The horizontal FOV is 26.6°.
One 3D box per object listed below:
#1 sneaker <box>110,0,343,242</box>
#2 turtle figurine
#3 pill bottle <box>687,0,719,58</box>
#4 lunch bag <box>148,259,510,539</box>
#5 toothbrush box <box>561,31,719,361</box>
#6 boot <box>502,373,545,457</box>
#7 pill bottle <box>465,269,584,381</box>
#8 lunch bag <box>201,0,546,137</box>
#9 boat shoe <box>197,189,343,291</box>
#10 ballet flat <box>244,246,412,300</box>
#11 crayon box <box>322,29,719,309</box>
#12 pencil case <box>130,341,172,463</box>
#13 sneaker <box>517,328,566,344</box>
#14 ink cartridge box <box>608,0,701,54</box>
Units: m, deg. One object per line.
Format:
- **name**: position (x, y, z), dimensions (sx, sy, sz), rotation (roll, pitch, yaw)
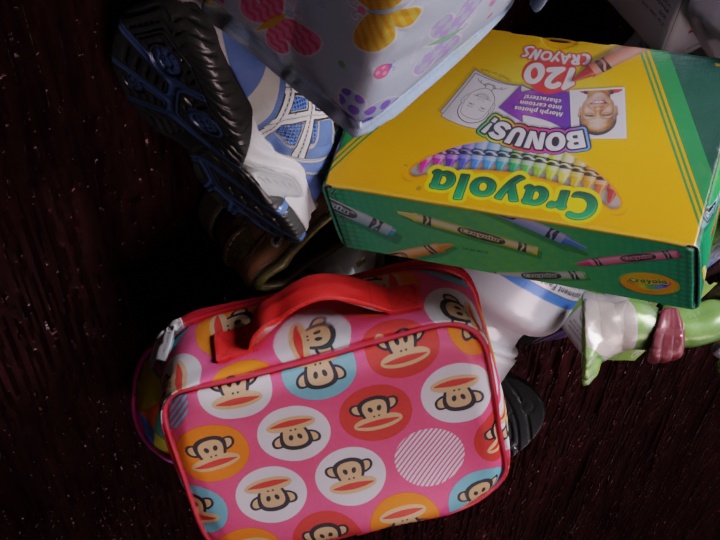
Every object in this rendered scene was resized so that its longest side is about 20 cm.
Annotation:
- **sneaker**: position (-0.061, -0.092, 0.764), dimensions (0.078, 0.075, 0.200), rotation (-59, 157, -14)
- **turtle figurine**: position (0.234, 0.069, 0.947), dimensions (0.191, 0.145, 0.202), rotation (1, 127, 8)
- **pill bottle**: position (0.283, -0.163, 0.807), dimensions (0.199, 0.114, 0.113), rotation (-39, 155, 6)
- **lunch bag**: position (-0.017, 0.073, 0.883), dimensions (0.197, 0.082, 0.177), rotation (-12, 131, 1)
- **toothbrush box**: position (0.199, -0.057, 1.051), dimensions (0.200, 0.146, 0.086), rotation (-48, 153, 23)
- **boot**: position (0.070, 0.108, 1.170), dimensions (0.163, 0.066, 0.200), rotation (-23, -178, 13)
- **pill bottle**: position (0.102, -0.030, 0.960), dimensions (0.201, 0.112, 0.112), rotation (-58, 151, 11)
- **lunch bag**: position (0.042, -0.183, 0.645), dimensions (0.200, 0.127, 0.170), rotation (-44, 165, -35)
- **boat shoe**: position (0.005, -0.050, 0.902), dimensions (0.199, 0.068, 0.072), rotation (-30, 154, -14)
- **ballet flat**: position (0.000, 0.000, 1.008), dimensions (0.199, 0.072, 0.072), rotation (-1, 139, -52)
- **crayon box**: position (0.093, -0.060, 0.803), dimensions (0.058, 0.198, 0.120), rotation (71, 35, -54)
- **pencil case**: position (-0.058, 0.075, 1.026), dimensions (0.199, 0.089, 0.089), rotation (-8, 144, -45)
- **sneaker**: position (0.163, 0.001, 1.199), dimensions (0.087, 0.076, 0.201), rotation (-18, 151, -21)
- **ink cartridge box**: position (0.220, -0.232, 0.842), dimensions (0.145, 0.084, 0.201), rotation (-26, 154, -23)
